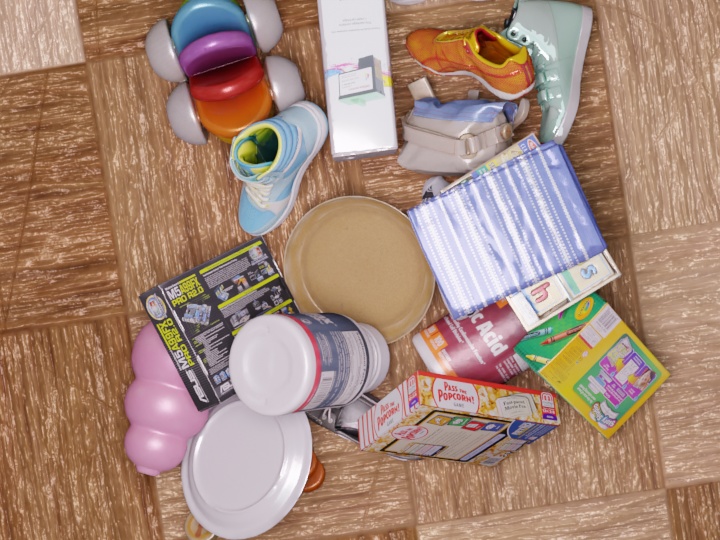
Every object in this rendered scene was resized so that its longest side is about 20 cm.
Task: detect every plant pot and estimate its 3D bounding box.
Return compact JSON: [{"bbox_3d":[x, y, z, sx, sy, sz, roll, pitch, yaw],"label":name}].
[{"bbox_3d":[0.000,0.000,1.619,0.200,0.027,0.200,4,106,14],"label":"plant pot"}]

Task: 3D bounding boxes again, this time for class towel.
[{"bbox_3d":[0.171,-0.048,1.482,0.200,0.024,0.145,-25,87,5],"label":"towel"}]

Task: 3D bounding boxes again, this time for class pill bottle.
[{"bbox_3d":[-0.054,0.110,1.536,0.119,0.200,0.120,-1,89,32],"label":"pill bottle"},{"bbox_3d":[0.176,0.078,1.602,0.200,0.114,0.114,-34,92,2],"label":"pill bottle"}]

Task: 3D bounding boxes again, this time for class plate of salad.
[{"bbox_3d":[-0.139,0.236,1.585,0.200,0.048,0.200,-13,65,29],"label":"plate of salad"}]

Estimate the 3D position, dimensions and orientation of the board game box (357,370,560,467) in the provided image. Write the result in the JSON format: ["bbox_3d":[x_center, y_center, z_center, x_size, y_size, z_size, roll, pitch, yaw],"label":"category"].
[{"bbox_3d":[0.119,0.186,1.555,0.200,0.151,0.046,12,57,-27],"label":"board game box"}]

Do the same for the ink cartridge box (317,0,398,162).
[{"bbox_3d":[-0.002,-0.240,1.573,0.084,0.145,0.200,-5,93,1],"label":"ink cartridge box"}]

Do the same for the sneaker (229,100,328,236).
[{"bbox_3d":[-0.128,-0.116,1.562,0.079,0.131,0.200,37,122,16],"label":"sneaker"}]

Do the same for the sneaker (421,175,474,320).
[{"bbox_3d":[0.146,-0.041,1.581,0.115,0.075,0.200,-18,59,15],"label":"sneaker"}]

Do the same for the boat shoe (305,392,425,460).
[{"bbox_3d":[0.002,0.190,1.638,0.200,0.057,0.067,23,93,0],"label":"boat shoe"}]

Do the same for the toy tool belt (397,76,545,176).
[{"bbox_3d":[0.146,-0.180,1.574,0.200,0.125,0.123,4,91,26],"label":"toy tool belt"}]

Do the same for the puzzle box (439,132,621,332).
[{"bbox_3d":[0.201,-0.044,1.499,0.133,0.025,0.200,-32,85,2],"label":"puzzle box"}]

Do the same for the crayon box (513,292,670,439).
[{"bbox_3d":[0.290,0.114,1.573,0.119,0.058,0.200,-46,133,2],"label":"crayon box"}]

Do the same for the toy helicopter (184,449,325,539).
[{"bbox_3d":[-0.151,0.269,1.632,0.200,0.079,0.132,-41,69,-9],"label":"toy helicopter"}]

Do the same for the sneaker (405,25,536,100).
[{"bbox_3d":[0.136,-0.275,1.568,0.073,0.200,0.077,-43,136,-27],"label":"sneaker"}]

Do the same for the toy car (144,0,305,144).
[{"bbox_3d":[-0.172,-0.255,1.573,0.175,0.150,0.200,-18,92,2],"label":"toy car"}]

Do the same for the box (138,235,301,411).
[{"bbox_3d":[-0.160,0.062,1.573,0.044,0.200,0.160,-26,93,40],"label":"box"}]

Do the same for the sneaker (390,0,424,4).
[{"bbox_3d":[0.124,-0.375,1.599,0.200,0.080,0.071,-10,91,0],"label":"sneaker"}]

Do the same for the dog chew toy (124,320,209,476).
[{"bbox_3d":[-0.241,0.158,1.596,0.124,0.125,0.200,16,80,0],"label":"dog chew toy"}]

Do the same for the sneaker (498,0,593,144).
[{"bbox_3d":[0.218,-0.246,1.604,0.118,0.074,0.201,11,83,-6],"label":"sneaker"}]
